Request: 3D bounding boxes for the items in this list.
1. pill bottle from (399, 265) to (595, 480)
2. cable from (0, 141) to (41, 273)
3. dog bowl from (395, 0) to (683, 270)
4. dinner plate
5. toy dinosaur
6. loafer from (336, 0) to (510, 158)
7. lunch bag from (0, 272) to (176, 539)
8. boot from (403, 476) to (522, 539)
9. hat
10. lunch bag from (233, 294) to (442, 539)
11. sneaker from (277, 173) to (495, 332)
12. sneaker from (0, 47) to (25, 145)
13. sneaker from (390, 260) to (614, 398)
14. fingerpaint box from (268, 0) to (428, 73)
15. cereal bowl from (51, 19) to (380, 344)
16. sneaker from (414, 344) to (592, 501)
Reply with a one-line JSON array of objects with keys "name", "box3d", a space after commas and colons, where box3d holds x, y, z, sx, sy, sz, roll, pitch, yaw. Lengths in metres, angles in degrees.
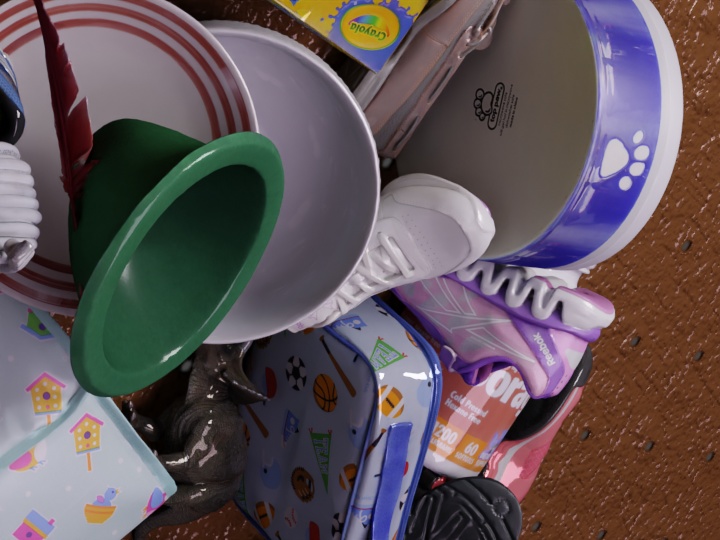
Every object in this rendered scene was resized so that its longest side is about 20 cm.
[{"name": "pill bottle", "box3d": [0.088, 0.041, 1.671, 0.112, 0.112, 0.201, 25, 100, -47]}, {"name": "cable", "box3d": [-0.272, -0.022, 1.256, 0.198, 0.200, 0.070, -7, 90, -6]}, {"name": "dog bowl", "box3d": [0.112, -0.103, 1.525, 0.078, 0.200, 0.201, 5, 115, -40]}, {"name": "dinner plate", "box3d": [-0.158, -0.071, 1.372, 0.198, 0.024, 0.202, -1, 106, -5]}, {"name": "toy dinosaur", "box3d": [-0.112, 0.131, 1.588, 0.102, 0.077, 0.201, -9, 121, -29]}, {"name": "loafer", "box3d": [0.053, -0.154, 1.502, 0.063, 0.072, 0.200, 32, 118, -22]}, {"name": "lunch bag", "box3d": [-0.235, 0.106, 1.432, 0.170, 0.122, 0.201, -38, 127, -12]}, {"name": "boot", "box3d": [0.033, 0.215, 1.712, 0.200, 0.076, 0.168, -45, -177, 5]}, {"name": "hat", "box3d": [-0.156, -0.057, 1.341, 0.201, 0.176, 0.165, -59, 157, 10]}, {"name": "lunch bag", "box3d": [-0.017, 0.115, 1.596, 0.075, 0.160, 0.201, -8, 123, -36]}, {"name": "sneaker", "box3d": [0.000, 0.000, 1.498, 0.075, 0.199, 0.100, 53, 44, -26]}, {"name": "sneaker", "box3d": [-0.266, -0.112, 1.262, 0.199, 0.089, 0.079, 13, 108, -33]}, {"name": "sneaker", "box3d": [0.069, 0.028, 1.581, 0.080, 0.199, 0.089, 1, 110, -67]}, {"name": "fingerpaint box", "box3d": [-0.020, -0.239, 1.407, 0.200, 0.073, 0.167, 29, 96, -47]}, {"name": "cereal bowl", "box3d": [-0.090, -0.060, 1.436, 0.198, 0.083, 0.202, -2, 107, -5]}, {"name": "sneaker", "box3d": [0.114, 0.130, 1.803, 0.201, 0.074, 0.087, -54, 152, 9]}]
